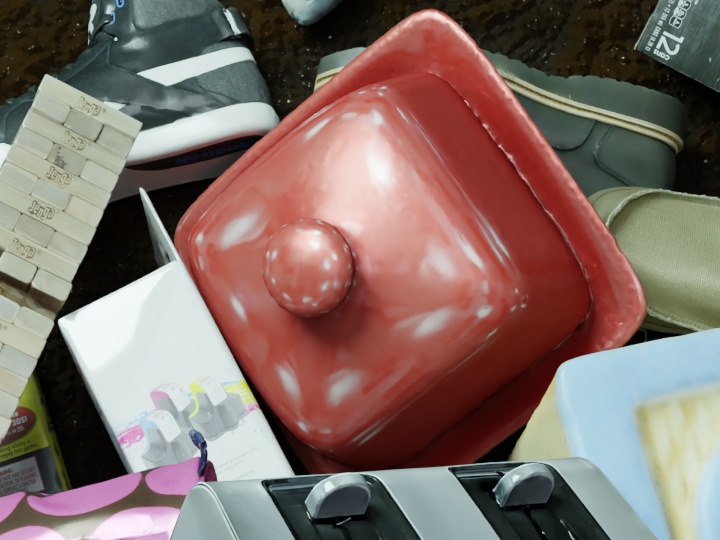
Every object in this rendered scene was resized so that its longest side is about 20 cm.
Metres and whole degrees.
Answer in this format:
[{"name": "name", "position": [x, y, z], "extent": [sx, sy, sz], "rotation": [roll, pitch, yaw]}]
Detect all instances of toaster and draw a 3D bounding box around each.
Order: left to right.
[{"name": "toaster", "position": [0.013, 0.169, 0.705], "extent": [0.180, 0.201, 0.119], "rotation": [0, 39, -29]}]

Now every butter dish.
[{"name": "butter dish", "position": [0.000, 0.000, 0.866], "extent": [0.200, 0.148, 0.200], "rotation": [-38, 77, 17]}]

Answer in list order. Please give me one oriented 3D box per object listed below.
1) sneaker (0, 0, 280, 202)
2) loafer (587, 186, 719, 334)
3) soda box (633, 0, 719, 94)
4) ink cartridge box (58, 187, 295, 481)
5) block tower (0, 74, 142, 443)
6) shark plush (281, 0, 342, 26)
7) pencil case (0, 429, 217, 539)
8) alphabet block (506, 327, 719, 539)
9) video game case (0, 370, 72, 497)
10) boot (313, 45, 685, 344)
[{"name": "sneaker", "position": [-0.150, -0.093, 0.965], "extent": [0.198, 0.073, 0.113], "rotation": [-12, 68, -16]}, {"name": "loafer", "position": [0.200, 0.002, 0.920], "extent": [0.199, 0.067, 0.077], "rotation": [14, 78, -16]}, {"name": "soda box", "position": [0.222, -0.193, 0.963], "extent": [0.070, 0.063, 0.201], "rotation": [28, 110, 7]}, {"name": "ink cartridge box", "position": [-0.085, 0.075, 0.880], "extent": [0.067, 0.115, 0.201], "rotation": [-26, 74, -10]}, {"name": "block tower", "position": [-0.165, 0.011, 0.846], "extent": [0.054, 0.058, 0.201], "rotation": [26, 64, -11]}, {"name": "shark plush", "position": [0.024, -0.213, 1.035], "extent": [0.199, 0.091, 0.084], "rotation": [-32, 95, -34]}, {"name": "pencil case", "position": [-0.148, 0.128, 0.759], "extent": [0.198, 0.094, 0.092], "rotation": [-12, 96, 3]}, {"name": "alphabet block", "position": [0.184, 0.140, 0.828], "extent": [0.194, 0.200, 0.198], "rotation": [-10, 72, -7]}, {"name": "video game case", "position": [-0.249, 0.107, 0.909], "extent": [0.199, 0.026, 0.182], "rotation": [-18, 73, -8]}, {"name": "boot", "position": [0.067, -0.036, 0.953], "extent": [0.198, 0.078, 0.139], "rotation": [8, 75, 1]}]
